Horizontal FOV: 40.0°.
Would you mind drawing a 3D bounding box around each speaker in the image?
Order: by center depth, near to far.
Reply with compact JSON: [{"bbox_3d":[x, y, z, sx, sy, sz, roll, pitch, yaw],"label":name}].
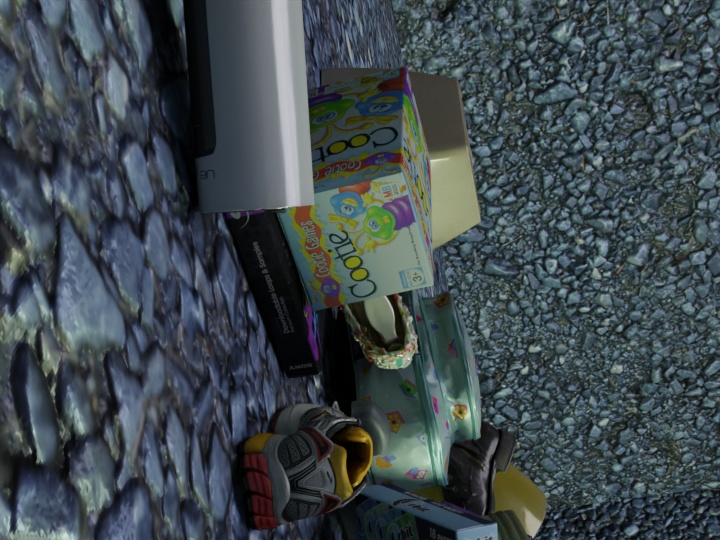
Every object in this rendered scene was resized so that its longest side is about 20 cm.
[{"bbox_3d":[-0.074,-0.138,0.648,0.081,0.080,0.204,-39,126,-80],"label":"speaker"}]

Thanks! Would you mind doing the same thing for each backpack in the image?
[{"bbox_3d":[0.050,0.129,1.039,0.177,0.150,0.203,78,11,-54],"label":"backpack"}]

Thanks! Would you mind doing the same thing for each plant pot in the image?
[{"bbox_3d":[0.056,-0.137,1.269,0.201,0.174,0.202,71,13,-47],"label":"plant pot"},{"bbox_3d":[0.121,0.299,1.287,0.143,0.199,0.200,51,13,-6],"label":"plant pot"}]

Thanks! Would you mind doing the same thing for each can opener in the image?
[{"bbox_3d":[0.008,0.204,0.936,0.054,0.066,0.202,-89,166,-53],"label":"can opener"}]

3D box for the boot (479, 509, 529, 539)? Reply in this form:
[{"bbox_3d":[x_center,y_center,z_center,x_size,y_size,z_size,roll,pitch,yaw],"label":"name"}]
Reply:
[{"bbox_3d":[0.109,0.327,0.972,0.073,0.152,0.202,103,-18,-44],"label":"boot"}]

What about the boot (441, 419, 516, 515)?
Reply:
[{"bbox_3d":[0.083,0.227,1.176,0.202,0.172,0.069,-63,-174,-34],"label":"boot"}]

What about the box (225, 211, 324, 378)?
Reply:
[{"bbox_3d":[-0.066,-0.033,0.810,0.144,0.035,0.202,-87,164,-51],"label":"box"}]

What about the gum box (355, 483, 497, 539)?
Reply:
[{"bbox_3d":[0.054,0.299,0.839,0.169,0.044,0.204,0,-88,62],"label":"gum box"}]

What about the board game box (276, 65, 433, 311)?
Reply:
[{"bbox_3d":[0.002,-0.074,0.827,0.201,0.101,0.106,-84,159,-56],"label":"board game box"}]

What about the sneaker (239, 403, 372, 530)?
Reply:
[{"bbox_3d":[-0.026,0.142,0.730,0.200,0.081,0.079,-25,106,-82],"label":"sneaker"}]

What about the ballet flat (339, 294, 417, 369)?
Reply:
[{"bbox_3d":[0.000,0.000,0.939,0.202,0.075,0.064,60,-4,3],"label":"ballet flat"}]

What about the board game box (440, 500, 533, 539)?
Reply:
[{"bbox_3d":[0.123,0.351,1.041,0.202,0.118,0.033,-78,-170,-46],"label":"board game box"}]
